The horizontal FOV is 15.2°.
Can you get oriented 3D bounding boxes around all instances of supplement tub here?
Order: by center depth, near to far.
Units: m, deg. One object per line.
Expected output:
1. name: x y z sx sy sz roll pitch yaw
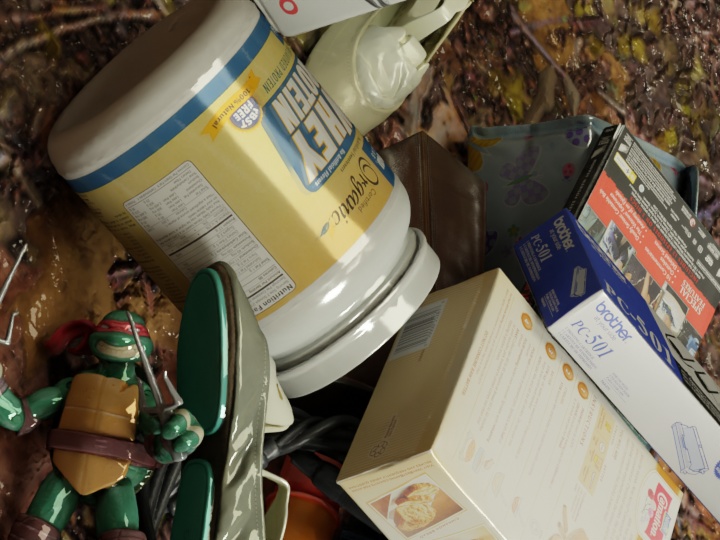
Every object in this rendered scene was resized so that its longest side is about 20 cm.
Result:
1. supplement tub: -0.063 -0.042 1.517 0.200 0.144 0.145 49 48 -16

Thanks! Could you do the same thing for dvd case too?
1. dvd case: 0.160 0.029 1.710 0.146 0.022 0.200 47 55 -31

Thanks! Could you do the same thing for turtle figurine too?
1. turtle figurine: -0.143 0.091 1.439 0.101 0.149 0.201 25 70 -64

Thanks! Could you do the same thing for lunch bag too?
1. lunch bag: 0.162 0.000 1.813 0.200 0.127 0.170 24 68 -51

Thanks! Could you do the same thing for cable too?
1. cable: -0.051 0.151 1.527 0.199 0.051 0.164 9 65 -17

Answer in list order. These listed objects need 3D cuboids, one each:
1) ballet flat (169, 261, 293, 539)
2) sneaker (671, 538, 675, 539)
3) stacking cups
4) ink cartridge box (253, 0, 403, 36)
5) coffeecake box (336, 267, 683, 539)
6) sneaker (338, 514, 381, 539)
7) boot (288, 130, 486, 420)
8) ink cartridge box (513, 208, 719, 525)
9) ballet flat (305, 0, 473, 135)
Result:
1. ballet flat: -0.068 0.097 1.460 0.063 0.067 0.201 5 88 -30
2. sneaker: 0.211 0.223 1.856 0.199 0.077 0.112 4 88 -42
3. stacking cups: -0.054 0.192 1.578 0.060 0.060 0.201 44 47 -35
4. ink cartridge box: 0.006 -0.240 1.623 0.145 0.199 0.083 56 42 -25
5. coffeecake box: 0.092 0.127 1.570 0.200 0.073 0.154 50 40 -24
6. sneaker: 0.007 0.203 1.603 0.075 0.077 0.201 25 71 0
7. boot: 0.000 0.000 1.671 0.186 0.064 0.201 11 59 -25
8. ink cartridge box: 0.173 0.060 1.641 0.200 0.044 0.094 47 14 -32
9. ballet flat: 0.024 -0.150 1.727 0.070 0.069 0.200 57 45 -25
